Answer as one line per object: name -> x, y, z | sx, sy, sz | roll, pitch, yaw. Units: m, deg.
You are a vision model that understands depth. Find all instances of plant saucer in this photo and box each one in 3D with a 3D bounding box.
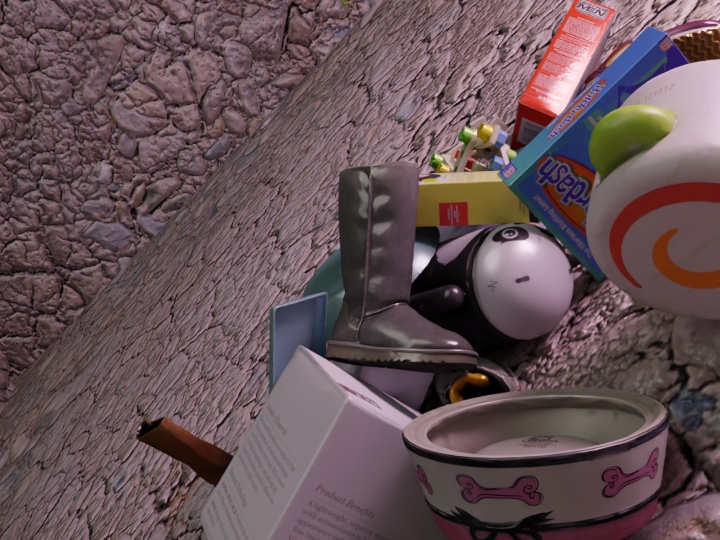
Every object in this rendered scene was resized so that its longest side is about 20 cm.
plant saucer -> 0.000, 0.000, 0.961 | 0.199, 0.036, 0.200 | -35, 18, 13
plant saucer -> -0.067, 0.121, 0.867 | 0.069, 0.203, 0.019 | -16, 26, -40

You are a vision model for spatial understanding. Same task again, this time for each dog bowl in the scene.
dog bowl -> 0.133, 0.147, 0.635 | 0.197, 0.075, 0.200 | -8, 3, 0

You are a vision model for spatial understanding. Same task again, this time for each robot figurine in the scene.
robot figurine -> 0.133, 0.017, 0.904 | 0.199, 0.125, 0.151 | -16, 39, 56

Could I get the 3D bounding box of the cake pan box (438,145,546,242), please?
cake pan box -> 0.170, -0.078, 1.070 | 0.199, 0.052, 0.185 | -18, 29, 53

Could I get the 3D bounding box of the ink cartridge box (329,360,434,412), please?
ink cartridge box -> 0.005, 0.118, 0.984 | 0.200, 0.083, 0.147 | -114, 42, -67

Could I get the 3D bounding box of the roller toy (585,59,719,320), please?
roller toy -> 0.281, -0.063, 0.674 | 0.180, 0.201, 0.141 | 7, 50, 23

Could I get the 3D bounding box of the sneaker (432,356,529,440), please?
sneaker -> 0.118, 0.118, 0.824 | 0.078, 0.082, 0.200 | -50, 20, -3

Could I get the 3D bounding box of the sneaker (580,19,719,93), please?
sneaker -> 0.345, -0.253, 1.006 | 0.199, 0.075, 0.091 | -26, 36, 44

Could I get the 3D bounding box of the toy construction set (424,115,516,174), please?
toy construction set -> 0.135, -0.134, 1.036 | 0.200, 0.091, 0.132 | -66, 1, -70

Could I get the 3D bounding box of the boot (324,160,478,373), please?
boot -> 0.042, -0.006, 0.828 | 0.180, 0.072, 0.203 | 3, 76, 31

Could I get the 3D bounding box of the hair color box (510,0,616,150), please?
hair color box -> 0.267, -0.252, 1.116 | 0.201, 0.061, 0.102 | -59, -15, -24

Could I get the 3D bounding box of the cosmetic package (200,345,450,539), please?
cosmetic package -> -0.022, 0.211, 0.791 | 0.201, 0.164, 0.165 | -59, 23, -1

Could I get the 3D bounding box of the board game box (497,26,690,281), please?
board game box -> 0.259, -0.110, 0.831 | 0.200, 0.152, 0.045 | -45, 22, 13

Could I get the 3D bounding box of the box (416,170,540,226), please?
box -> 0.095, -0.078, 0.921 | 0.197, 0.051, 0.075 | -1, 16, 9

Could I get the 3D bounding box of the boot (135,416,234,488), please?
boot -> -0.161, 0.229, 1.027 | 0.188, 0.200, 0.069 | -14, 39, 56
